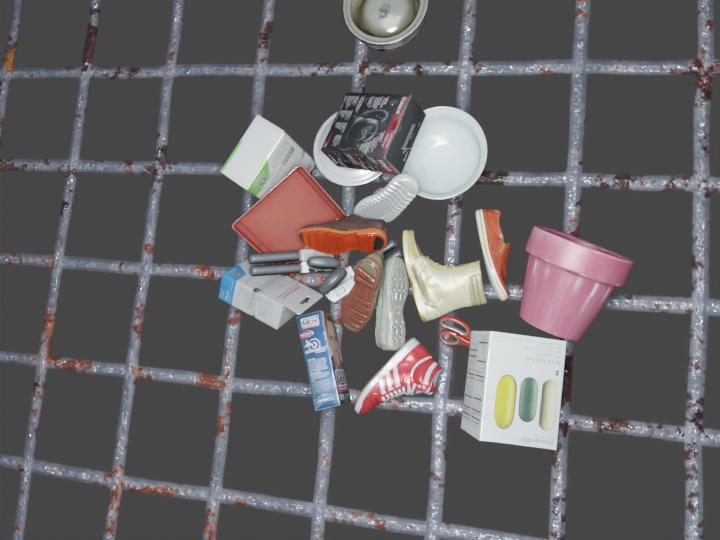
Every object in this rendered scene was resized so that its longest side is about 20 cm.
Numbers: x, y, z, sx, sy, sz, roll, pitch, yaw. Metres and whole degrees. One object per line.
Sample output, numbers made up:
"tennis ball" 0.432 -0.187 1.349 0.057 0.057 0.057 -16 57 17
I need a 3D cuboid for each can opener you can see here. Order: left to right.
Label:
"can opener" -0.147 -0.022 1.408 0.198 0.066 0.053 -5 81 -18
"can opener" 0.000 0.000 1.401 0.199 0.067 0.054 -33 77 7

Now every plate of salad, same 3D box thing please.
"plate of salad" -0.010 -0.282 1.453 0.198 0.048 0.202 -4 71 13

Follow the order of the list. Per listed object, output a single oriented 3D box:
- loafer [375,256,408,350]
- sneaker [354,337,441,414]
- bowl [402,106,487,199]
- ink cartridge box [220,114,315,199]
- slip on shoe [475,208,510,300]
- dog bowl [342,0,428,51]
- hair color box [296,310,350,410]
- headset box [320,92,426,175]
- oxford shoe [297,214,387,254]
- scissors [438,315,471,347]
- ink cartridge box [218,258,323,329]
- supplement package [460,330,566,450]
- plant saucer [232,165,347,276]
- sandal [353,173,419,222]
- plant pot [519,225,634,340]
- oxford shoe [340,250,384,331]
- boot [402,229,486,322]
"loafer" 0.060 0.071 1.374 0.069 0.070 0.202 -1 82 46
"sneaker" 0.084 0.251 1.345 0.112 0.071 0.200 42 91 18
"bowl" 0.177 -0.243 1.382 0.199 0.090 0.203 -2 82 13
"ink cartridge box" -0.198 -0.229 1.411 0.084 0.200 0.146 33 90 18
"slip on shoe" 0.288 -0.037 1.341 0.061 0.074 0.202 -10 75 8
"dog bowl" 0.062 -0.598 1.467 0.198 0.074 0.202 -2 82 12
"hair color box" -0.078 0.193 1.375 0.060 0.100 0.202 -15 80 10
"headset box" 0.034 -0.291 1.348 0.199 0.077 0.150 14 77 37
"oxford shoe" -0.038 -0.083 1.404 0.198 0.072 0.073 3 46 5
"scissors" 0.253 0.155 1.329 0.199 0.014 0.074 24 125 15
"ink cartridge box" -0.197 0.057 1.406 0.199 0.116 0.068 26 119 16
"supplement package" 0.294 0.226 1.241 0.150 0.151 0.202 8 84 -4
"plant saucer" -0.152 -0.110 1.410 0.200 0.200 0.037 -40 39 5
"sandal" 0.062 -0.156 1.375 0.082 0.202 0.050 33 56 -22
"plant pot" 0.404 0.029 1.252 0.199 0.200 0.180 22 103 15
"oxford shoe" 0.013 0.047 1.369 0.070 0.074 0.201 30 127 10
"boot" 0.177 -0.006 1.358 0.154 0.073 0.202 -16 81 11
